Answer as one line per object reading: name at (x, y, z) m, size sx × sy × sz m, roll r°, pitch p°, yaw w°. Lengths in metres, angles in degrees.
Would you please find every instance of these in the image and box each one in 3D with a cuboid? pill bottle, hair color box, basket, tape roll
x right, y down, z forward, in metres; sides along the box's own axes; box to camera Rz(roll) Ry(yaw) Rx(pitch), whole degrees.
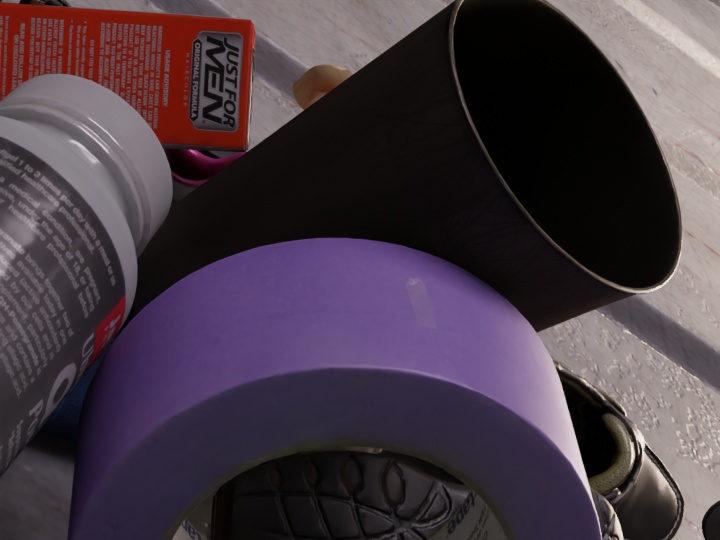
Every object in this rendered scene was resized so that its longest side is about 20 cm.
pill bottle at (-0.151, 0.012, 0.690) m, size 0.110 × 0.111 × 0.200 m, roll 38°, pitch 45°, yaw -3°
hair color box at (-0.148, -0.090, 0.853) m, size 0.198 × 0.062 × 0.102 m, roll 4°, pitch 5°, yaw -4°
basket at (0.011, -0.014, 0.798) m, size 0.180 × 0.199 × 0.137 m, roll 6°, pitch 61°, yaw -56°
tape roll at (-0.012, 0.094, 0.710) m, size 0.199 × 0.200 × 0.085 m, roll 30°, pitch 25°, yaw -21°

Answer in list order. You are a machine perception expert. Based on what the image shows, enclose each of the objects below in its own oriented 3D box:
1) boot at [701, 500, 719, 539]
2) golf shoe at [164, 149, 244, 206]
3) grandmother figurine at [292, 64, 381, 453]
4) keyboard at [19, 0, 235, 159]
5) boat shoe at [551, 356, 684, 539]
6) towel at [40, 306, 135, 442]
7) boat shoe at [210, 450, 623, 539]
boot at (0.272, 0.221, 1.061) m, size 0.201 × 0.069 × 0.132 m, roll 64°, pitch -2°, yaw -4°
golf shoe at (-0.142, -0.070, 0.941) m, size 0.199 × 0.092 × 0.076 m, roll 33°, pitch 26°, yaw -12°
grandmother figurine at (0.000, 0.000, 0.926) m, size 0.061 × 0.120 × 0.202 m, roll 72°, pitch 21°, yaw -67°
keyboard at (-0.141, -0.099, 0.971) m, size 0.199 × 0.127 × 0.021 m, roll 29°, pitch 65°, yaw -24°
boat shoe at (0.107, 0.094, 0.928) m, size 0.066 × 0.072 × 0.200 m, roll 9°, pitch -22°, yaw 50°
towel at (-0.136, 0.019, 0.820) m, size 0.199 × 0.048 × 0.112 m, roll 23°, pitch 47°, yaw -36°
boat shoe at (0.024, 0.130, 0.866) m, size 0.198 × 0.074 × 0.076 m, roll 11°, pitch 74°, yaw -22°
